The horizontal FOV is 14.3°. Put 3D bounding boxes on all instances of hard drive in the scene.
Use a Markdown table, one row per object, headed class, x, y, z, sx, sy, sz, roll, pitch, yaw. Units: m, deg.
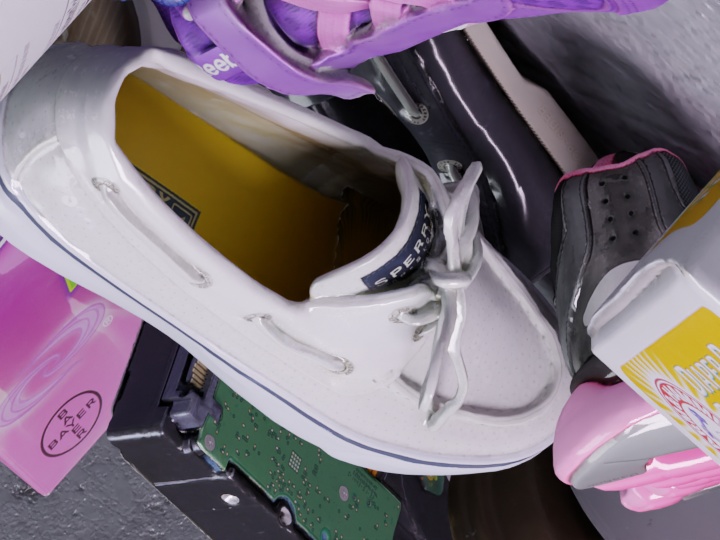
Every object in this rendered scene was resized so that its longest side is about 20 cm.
| class | x | y | z | sx | sy | sz | roll | pitch | yaw |
| --- | --- | --- | --- | --- | --- | --- | --- | --- | --- |
| hard drive | 0.002 | 0.052 | 0.959 | 0.038 | 0.140 | 0.200 | -9 | 140 | 34 |

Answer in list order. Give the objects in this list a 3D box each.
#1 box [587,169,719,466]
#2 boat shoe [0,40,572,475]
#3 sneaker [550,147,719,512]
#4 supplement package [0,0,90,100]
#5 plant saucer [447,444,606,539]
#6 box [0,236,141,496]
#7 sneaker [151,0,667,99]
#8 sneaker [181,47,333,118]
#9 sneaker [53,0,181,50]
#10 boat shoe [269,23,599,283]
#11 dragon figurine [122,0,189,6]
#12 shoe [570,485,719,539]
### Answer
| class | x | y | z | sx | sy | sz | roll | pitch | yaw |
| --- | --- | --- | --- | --- | --- | --- | --- | --- | --- |
| box | 0.147 | 0.031 | 0.434 | 0.200 | 0.113 | 0.101 | 41 | 173 | 3 |
| boat shoe | 0.001 | -0.005 | 0.730 | 0.202 | 0.075 | 0.086 | 33 | 155 | -33 |
| sneaker | 0.091 | 0.014 | 0.795 | 0.200 | 0.079 | 0.095 | 35 | -142 | -75 |
| supplement package | -0.097 | -0.111 | 0.499 | 0.152 | 0.200 | 0.151 | 41 | 172 | -3 |
| plant saucer | 0.119 | 0.113 | 0.948 | 0.200 | 0.029 | 0.200 | 27 | -153 | -15 |
| box | -0.110 | -0.047 | 0.956 | 0.097 | 0.176 | 0.200 | 37 | 170 | 26 |
| sneaker | 0.003 | -0.074 | 0.630 | 0.080 | 0.088 | 0.200 | 47 | 169 | -27 |
| sneaker | -0.034 | -0.023 | 0.846 | 0.200 | 0.081 | 0.074 | 15 | 155 | -36 |
| sneaker | -0.092 | -0.124 | 0.794 | 0.200 | 0.085 | 0.073 | 43 | 143 | 34 |
| boat shoe | -0.005 | -0.063 | 0.792 | 0.200 | 0.063 | 0.073 | 47 | 172 | -28 |
| dragon figurine | -0.089 | -0.141 | 0.638 | 0.200 | 0.099 | 0.059 | 43 | 173 | 26 |
| shoe | 0.145 | 0.096 | 0.906 | 0.200 | 0.071 | 0.091 | 42 | -177 | 39 |
